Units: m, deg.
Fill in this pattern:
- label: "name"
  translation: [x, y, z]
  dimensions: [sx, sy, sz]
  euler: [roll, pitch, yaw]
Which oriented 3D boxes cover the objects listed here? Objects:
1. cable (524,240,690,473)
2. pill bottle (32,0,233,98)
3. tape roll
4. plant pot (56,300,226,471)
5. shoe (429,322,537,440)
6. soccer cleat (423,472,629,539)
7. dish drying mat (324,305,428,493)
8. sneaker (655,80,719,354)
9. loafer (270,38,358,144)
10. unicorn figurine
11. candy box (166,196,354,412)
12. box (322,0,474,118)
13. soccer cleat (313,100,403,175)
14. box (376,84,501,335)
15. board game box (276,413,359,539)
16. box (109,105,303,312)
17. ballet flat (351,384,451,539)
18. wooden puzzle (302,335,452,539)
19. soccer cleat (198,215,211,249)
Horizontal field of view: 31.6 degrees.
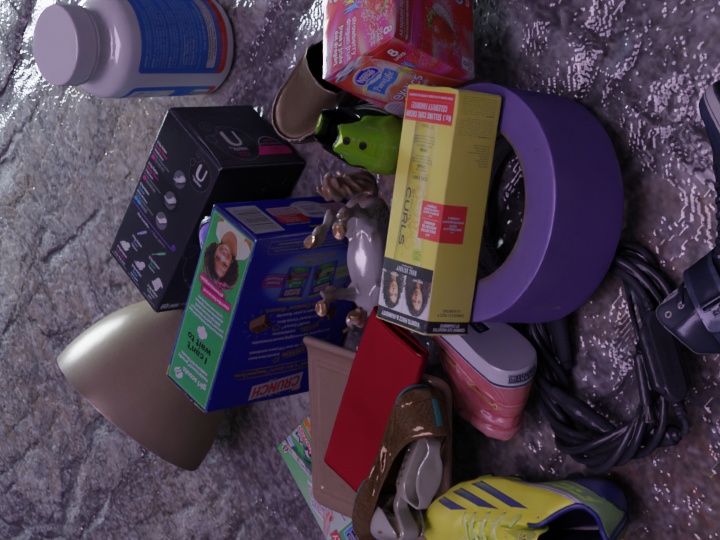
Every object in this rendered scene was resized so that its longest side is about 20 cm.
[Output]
- label: "cable"
  translation: [0.207, 0.068, 1.097]
  dimensions: [0.163, 0.050, 0.202]
  euler: [-36, 64, 50]
- label: "pill bottle"
  translation: [-0.243, -0.242, 1.362]
  dimensions: [0.112, 0.199, 0.113]
  euler: [8, 102, 42]
- label: "tape roll"
  translation: [0.125, -0.056, 1.097]
  dimensions: [0.199, 0.084, 0.202]
  euler: [-3, 87, 52]
- label: "plant pot"
  translation: [-0.219, 0.108, 1.429]
  dimensions: [0.200, 0.200, 0.135]
  euler: [40, 90, 32]
- label: "shoe"
  translation: [0.090, 0.067, 1.186]
  dimensions: [0.200, 0.071, 0.092]
  euler: [48, 145, 43]
- label: "soccer cleat"
  translation: [0.138, 0.224, 1.126]
  dimensions: [0.199, 0.084, 0.065]
  euler: [-12, 114, 27]
- label: "dish drying mat"
  translation: [0.014, 0.130, 1.196]
  dimensions: [0.077, 0.018, 0.201]
  euler: [39, 133, 28]
- label: "sneaker"
  translation: [0.277, -0.030, 0.989]
  dimensions: [0.146, 0.077, 0.204]
  euler: [-33, 75, 39]
- label: "loafer"
  translation: [-0.034, -0.193, 1.263]
  dimensions: [0.200, 0.067, 0.076]
  euler: [-40, 70, 40]
- label: "unicorn figurine"
  translation: [0.000, 0.000, 1.214]
  dimensions: [0.073, 0.137, 0.202]
  euler: [18, 112, 21]
- label: "candy box"
  translation: [-0.088, 0.031, 1.283]
  dimensions: [0.077, 0.168, 0.201]
  euler: [37, 120, 36]
- label: "box"
  translation: [0.033, -0.252, 1.122]
  dimensions: [0.095, 0.099, 0.202]
  euler: [-24, 56, 43]
- label: "soccer cleat"
  translation: [-0.005, -0.131, 1.188]
  dimensions: [0.200, 0.080, 0.068]
  euler: [-130, 56, -75]
- label: "box"
  translation: [0.065, -0.051, 1.065]
  dimensions: [0.075, 0.050, 0.202]
  euler: [19, 103, 53]
- label: "board game box"
  translation: [0.000, 0.233, 1.330]
  dimensions: [0.135, 0.029, 0.201]
  euler: [-47, 66, 39]
- label: "box"
  translation: [-0.169, -0.067, 1.375]
  dimensions: [0.106, 0.122, 0.201]
  euler: [48, 126, 28]
- label: "ballet flat"
  translation: [0.041, 0.197, 1.156]
  dimensions: [0.073, 0.067, 0.201]
  euler: [60, 140, 47]
- label: "wooden puzzle"
  translation: [0.021, 0.170, 1.247]
  dimensions: [0.184, 0.037, 0.202]
  euler: [15, 119, 41]
- label: "soccer cleat"
  translation: [-0.132, 0.016, 1.328]
  dimensions: [0.201, 0.067, 0.074]
  euler: [89, -174, -58]
